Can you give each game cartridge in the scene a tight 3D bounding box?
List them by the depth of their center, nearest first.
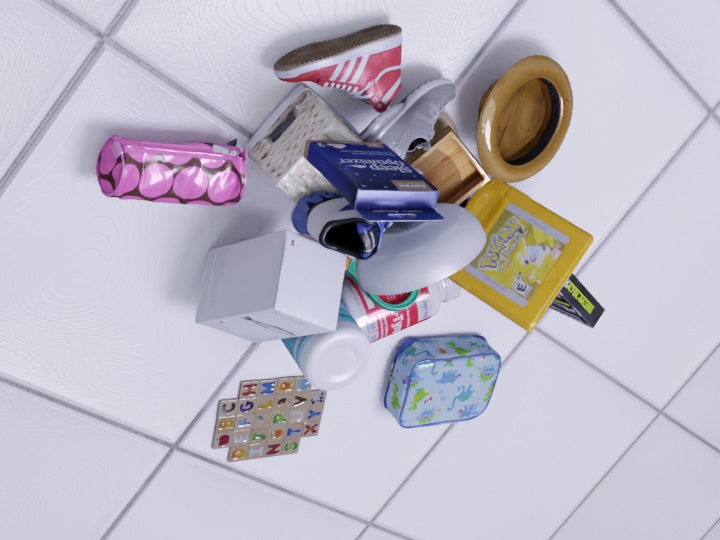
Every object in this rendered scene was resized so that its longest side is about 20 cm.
[{"bbox_3d":[0.230,-0.030,1.666,0.177,0.199,0.032,-54,158,-5],"label":"game cartridge"}]

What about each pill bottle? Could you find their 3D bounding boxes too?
[{"bbox_3d":[-0.071,0.084,1.647,0.110,0.200,0.112,-15,127,-21],"label":"pill bottle"},{"bbox_3d":[0.058,0.040,1.749,0.198,0.112,0.113,-22,129,-15],"label":"pill bottle"}]

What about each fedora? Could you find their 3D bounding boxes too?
[{"bbox_3d":[0.241,-0.241,1.684,0.199,0.082,0.203,-14,117,-29],"label":"fedora"}]

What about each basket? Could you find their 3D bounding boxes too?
[{"bbox_3d":[-0.045,-0.146,1.560,0.136,0.124,0.200,-47,131,6],"label":"basket"}]

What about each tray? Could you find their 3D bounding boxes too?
[{"bbox_3d":[0.089,-0.118,1.649,0.199,0.037,0.099,-38,111,14],"label":"tray"}]

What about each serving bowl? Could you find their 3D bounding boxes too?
[{"bbox_3d":[0.079,-0.045,1.554,0.198,0.200,0.066,-27,112,-11],"label":"serving bowl"}]

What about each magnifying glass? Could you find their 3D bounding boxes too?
[{"bbox_3d":[0.000,0.000,1.676,0.198,0.022,0.080,23,74,-5],"label":"magnifying glass"}]

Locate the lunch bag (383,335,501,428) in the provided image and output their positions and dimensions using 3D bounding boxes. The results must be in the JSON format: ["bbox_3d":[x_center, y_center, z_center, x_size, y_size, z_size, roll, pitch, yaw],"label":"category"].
[{"bbox_3d":[0.143,0.199,1.922,0.198,0.083,0.163,-4,121,-27],"label":"lunch bag"}]

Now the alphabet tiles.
[{"bbox_3d":[-0.154,0.253,1.840,0.198,0.006,0.168,-3,122,-28],"label":"alphabet tiles"}]

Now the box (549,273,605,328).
[{"bbox_3d":[0.286,0.004,1.795,0.048,0.199,0.193,-53,130,-7],"label":"box"}]

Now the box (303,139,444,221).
[{"bbox_3d":[0.019,-0.119,1.401,0.120,0.200,0.033,-2,120,-28],"label":"box"}]

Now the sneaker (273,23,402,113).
[{"bbox_3d":[-0.025,-0.269,1.526,0.198,0.071,0.114,-20,125,-20],"label":"sneaker"}]

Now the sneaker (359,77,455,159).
[{"bbox_3d":[0.080,-0.213,1.577,0.200,0.075,0.082,-40,93,-36],"label":"sneaker"}]

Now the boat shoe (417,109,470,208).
[{"bbox_3d":[0.138,-0.160,1.693,0.071,0.065,0.202,-24,129,-13],"label":"boat shoe"}]

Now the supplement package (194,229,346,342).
[{"bbox_3d":[-0.131,0.027,1.560,0.116,0.199,0.119,23,67,-37],"label":"supplement package"}]

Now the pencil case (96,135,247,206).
[{"bbox_3d":[-0.254,-0.140,1.472,0.198,0.092,0.094,-2,156,-31],"label":"pencil case"}]

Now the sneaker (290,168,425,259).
[{"bbox_3d":[0.014,-0.067,1.487,0.197,0.115,0.081,-17,128,-20],"label":"sneaker"}]
